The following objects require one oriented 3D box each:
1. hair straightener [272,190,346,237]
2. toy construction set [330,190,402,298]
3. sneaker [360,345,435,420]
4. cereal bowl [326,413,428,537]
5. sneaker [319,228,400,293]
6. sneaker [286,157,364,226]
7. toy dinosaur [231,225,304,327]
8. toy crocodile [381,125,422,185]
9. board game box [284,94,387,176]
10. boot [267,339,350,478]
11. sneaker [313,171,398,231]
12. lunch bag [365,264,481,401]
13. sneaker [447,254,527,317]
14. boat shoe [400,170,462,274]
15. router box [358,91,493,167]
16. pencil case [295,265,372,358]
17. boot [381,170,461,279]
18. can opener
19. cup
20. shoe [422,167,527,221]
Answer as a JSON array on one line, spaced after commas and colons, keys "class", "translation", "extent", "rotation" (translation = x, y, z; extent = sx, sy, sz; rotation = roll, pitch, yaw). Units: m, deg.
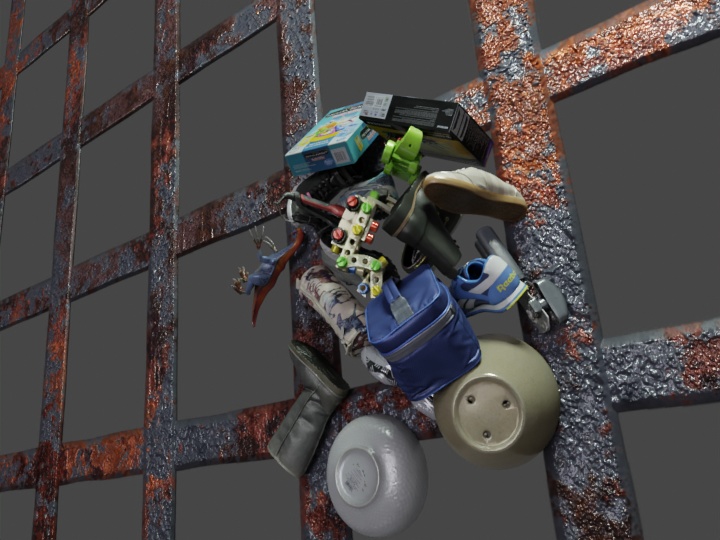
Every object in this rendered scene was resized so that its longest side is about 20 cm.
[{"class": "hair straightener", "translation": [-0.073, -0.090, 1.110], "extent": [0.078, 0.195, 0.041], "rotation": [-61, 28, 29]}, {"class": "toy construction set", "translation": [0.020, -0.059, 1.062], "extent": [0.128, 0.093, 0.204], "rotation": [23, 71, 13]}, {"class": "sneaker", "translation": [0.095, 0.158, 1.028], "extent": [0.198, 0.075, 0.117], "rotation": [33, 97, 32]}, {"class": "cereal bowl", "translation": [0.016, 0.352, 1.030], "extent": [0.195, 0.083, 0.207], "rotation": [-9, 73, 32]}, {"class": "sneaker", "translation": [0.000, 0.000, 1.146], "extent": [0.198, 0.073, 0.081], "rotation": [37, 139, 27]}, {"class": "sneaker", "translation": [-0.064, -0.167, 1.159], "extent": [0.098, 0.071, 0.201], "rotation": [-21, 25, 51]}, {"class": "toy dinosaur", "translation": [-0.185, -0.009, 1.294], "extent": [0.177, 0.105, 0.205], "rotation": [-18, 105, 17]}, {"class": "toy crocodile", "translation": [0.078, -0.198, 1.059], "extent": [0.066, 0.200, 0.063], "rotation": [23, 87, 6]}, {"class": "board game box", "translation": [-0.037, -0.266, 1.170], "extent": [0.147, 0.048, 0.201], "rotation": [-6, 35, 34]}, {"class": "boot", "translation": [-0.122, 0.265, 1.168], "extent": [0.181, 0.072, 0.204], "rotation": [42, 110, 37]}, {"class": "sneaker", "translation": [-0.008, -0.126, 1.185], "extent": [0.196, 0.077, 0.088], "rotation": [-22, 48, 27]}, {"class": "lunch bag", "translation": [0.084, 0.077, 0.900], "extent": [0.134, 0.134, 0.201], "rotation": [-33, 15, 6]}, {"class": "sneaker", "translation": [0.178, 0.024, 0.958], "extent": [0.074, 0.083, 0.199], "rotation": [-47, 12, -29]}, {"class": "boat shoe", "translation": [0.131, -0.086, 1.068], "extent": [0.071, 0.060, 0.207], "rotation": [22, 92, 37]}, {"class": "router box", "translation": [0.117, -0.249, 1.061], "extent": [0.196, 0.156, 0.054], "rotation": [20, 89, 37]}, {"class": "pencil case", "translation": [-0.043, 0.075, 1.136], "extent": [0.200, 0.088, 0.079], "rotation": [45, 122, 35]}, {"class": "boot", "translation": [0.117, -0.074, 0.988], "extent": [0.137, 0.201, 0.078], "rotation": [39, 128, -5]}, {"class": "can opener", "translation": [0.260, 0.009, 0.970], "extent": [0.065, 0.054, 0.203], "rotation": [-23, 60, -7]}, {"class": "cup", "translation": [0.191, 0.198, 0.868], "extent": [0.194, 0.143, 0.208], "rotation": [-1, 86, 17]}, {"class": "shoe", "translation": [0.184, -0.128, 0.971], "extent": [0.070, 0.195, 0.055], "rotation": [-42, 43, 52]}]
